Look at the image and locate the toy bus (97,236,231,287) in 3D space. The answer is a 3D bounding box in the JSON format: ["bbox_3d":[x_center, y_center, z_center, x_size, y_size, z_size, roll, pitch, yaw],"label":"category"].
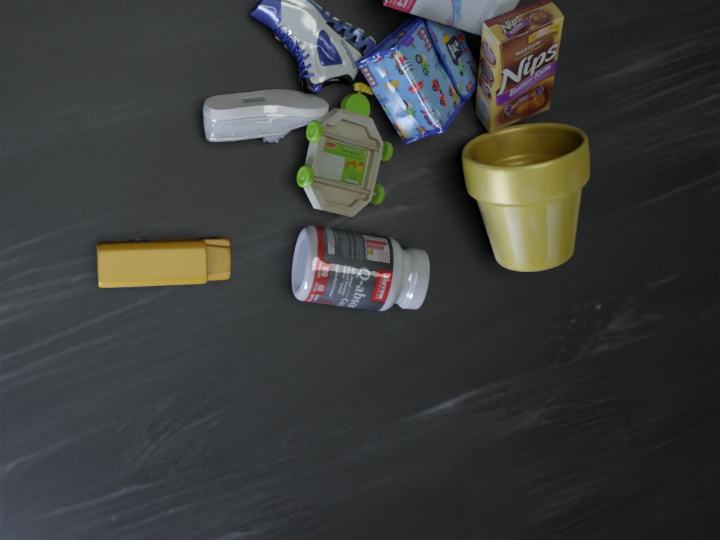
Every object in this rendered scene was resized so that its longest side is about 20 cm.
[{"bbox_3d":[-0.290,-0.013,1.544,0.196,0.078,0.066,-2,95,-16],"label":"toy bus"}]

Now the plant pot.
[{"bbox_3d":[0.269,-0.112,1.646,0.198,0.201,0.192,-17,115,-14],"label":"plant pot"}]

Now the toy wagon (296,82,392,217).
[{"bbox_3d":[-0.020,-0.188,1.605,0.153,0.039,0.204,10,91,-39],"label":"toy wagon"}]

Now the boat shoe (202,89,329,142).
[{"bbox_3d":[-0.143,-0.227,1.577,0.197,0.072,0.069,-11,129,-28],"label":"boat shoe"}]

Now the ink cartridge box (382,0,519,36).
[{"bbox_3d":[0.141,-0.466,1.559,0.197,0.147,0.145,12,134,-21],"label":"ink cartridge box"}]

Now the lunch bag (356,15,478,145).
[{"bbox_3d":[0.110,-0.320,1.621,0.200,0.093,0.152,-49,115,-36],"label":"lunch bag"}]

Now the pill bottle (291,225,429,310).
[{"bbox_3d":[0.000,0.000,1.609,0.196,0.116,0.118,8,93,-16],"label":"pill bottle"}]

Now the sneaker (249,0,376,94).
[{"bbox_3d":[-0.079,-0.334,1.570,0.197,0.080,0.117,23,79,-18],"label":"sneaker"}]

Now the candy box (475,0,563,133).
[{"bbox_3d":[0.244,-0.316,1.617,0.115,0.201,0.057,-24,57,-13],"label":"candy box"}]
